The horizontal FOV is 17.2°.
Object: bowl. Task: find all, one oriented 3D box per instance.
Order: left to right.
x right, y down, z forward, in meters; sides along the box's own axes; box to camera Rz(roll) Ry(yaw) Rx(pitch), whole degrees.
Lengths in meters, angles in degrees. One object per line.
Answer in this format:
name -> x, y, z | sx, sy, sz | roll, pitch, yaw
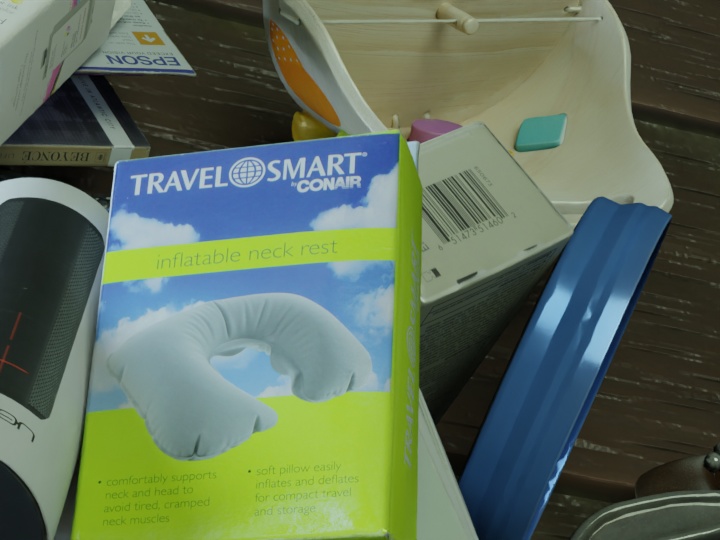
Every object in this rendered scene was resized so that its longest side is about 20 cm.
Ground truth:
bowl -> 0.089, 0.057, 1.124 | 0.039, 0.201, 0.201 | 24, 45, 7

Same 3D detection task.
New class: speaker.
speaker -> -0.141, 0.044, 0.913 | 0.081, 0.081, 0.200 | 24, 28, -9

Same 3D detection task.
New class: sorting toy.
sorting toy -> 0.067, -0.069, 1.236 | 0.199, 0.107, 0.180 | -4, 32, -30

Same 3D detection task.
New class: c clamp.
c clamp -> 0.179, 0.159, 1.059 | 0.170, 0.027, 0.200 | -4, 56, -17

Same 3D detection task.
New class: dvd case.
dvd case -> -0.220, -0.093, 1.172 | 0.199, 0.016, 0.149 | -1, 33, -28

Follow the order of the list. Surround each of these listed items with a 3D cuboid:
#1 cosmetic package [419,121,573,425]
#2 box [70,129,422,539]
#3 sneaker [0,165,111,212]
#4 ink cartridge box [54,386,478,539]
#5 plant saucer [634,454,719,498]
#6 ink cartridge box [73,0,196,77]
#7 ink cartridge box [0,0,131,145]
cosmetic package -> 0.004, 0.032, 1.096 | 0.103, 0.200, 0.073 | -23, 67, -40
box -> -0.039, 0.025, 0.914 | 0.122, 0.048, 0.201 | -5, 56, 11
sneaker -> -0.164, -0.002, 1.122 | 0.199, 0.079, 0.075 | 14, 13, 3
ink cartridge box -> -0.043, 0.144, 0.953 | 0.199, 0.145, 0.145 | -24, 55, -1
plant saucer -> 0.226, 0.149, 1.171 | 0.200, 0.032, 0.200 | 30, 14, -9
ink cartridge box -> -0.209, -0.136, 1.193 | 0.196, 0.043, 0.200 | -1, 37, -30
ink cartridge box -> -0.183, -0.130, 1.092 | 0.116, 0.068, 0.200 | 21, 31, 6
